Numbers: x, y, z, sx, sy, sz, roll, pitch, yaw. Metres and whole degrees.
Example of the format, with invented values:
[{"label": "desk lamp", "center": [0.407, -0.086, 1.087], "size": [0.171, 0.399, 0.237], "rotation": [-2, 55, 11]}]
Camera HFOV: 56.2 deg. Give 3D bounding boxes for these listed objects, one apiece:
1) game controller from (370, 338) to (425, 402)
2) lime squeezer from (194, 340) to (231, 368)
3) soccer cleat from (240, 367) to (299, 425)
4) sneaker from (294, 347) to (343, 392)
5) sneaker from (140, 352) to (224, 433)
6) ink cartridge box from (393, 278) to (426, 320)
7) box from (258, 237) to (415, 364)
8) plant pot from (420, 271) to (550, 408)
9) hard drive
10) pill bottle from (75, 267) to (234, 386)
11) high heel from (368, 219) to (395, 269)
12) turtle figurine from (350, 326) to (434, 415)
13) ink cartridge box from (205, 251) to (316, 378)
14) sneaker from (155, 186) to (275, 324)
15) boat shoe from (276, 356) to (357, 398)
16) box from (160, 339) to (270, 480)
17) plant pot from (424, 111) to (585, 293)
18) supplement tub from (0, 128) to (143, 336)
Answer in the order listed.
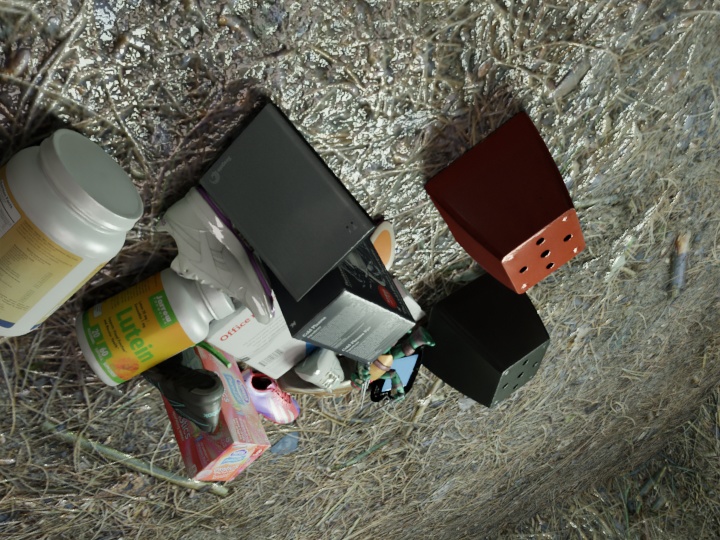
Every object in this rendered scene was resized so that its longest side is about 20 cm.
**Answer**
[{"label": "game controller", "center": [0.080, 0.211, 1.427], "size": [0.103, 0.042, 0.203], "rotation": [-17, 141, -29]}, {"label": "lime squeezer", "center": [-0.277, 0.104, 1.005], "size": [0.195, 0.071, 0.039], "rotation": [6, 114, 8]}, {"label": "soccer cleat", "center": [-0.169, 0.235, 1.263], "size": [0.076, 0.067, 0.199], "rotation": [-43, 140, 13]}, {"label": "sneaker", "center": [-0.062, 0.171, 1.177], "size": [0.070, 0.081, 0.200], "rotation": [-37, 176, 2]}, {"label": "sneaker", "center": [-0.274, 0.172, 0.999], "size": [0.075, 0.198, 0.081], "rotation": [-23, 124, -39]}, {"label": "ink cartridge box", "center": [0.035, 0.096, 1.278], "size": [0.160, 0.051, 0.200], "rotation": [-36, 162, 6]}, {"label": "box", "center": [-0.040, 0.010, 0.974], "size": [0.104, 0.202, 0.181], "rotation": [-41, 144, 18]}, {"label": "plant pot", "center": [0.256, 0.145, 1.335], "size": [0.197, 0.178, 0.202], "rotation": [-27, 145, -24]}, {"label": "hard drive", "center": [-0.092, -0.085, 0.843], "size": [0.139, 0.201, 0.033], "rotation": [-42, 176, 16]}, {"label": "pill bottle", "center": [-0.281, 0.066, 0.940], "size": [0.197, 0.112, 0.112], "rotation": [-27, 144, -5]}, {"label": "high heel", "center": [0.000, 0.000, 1.139], "size": [0.066, 0.096, 0.204], "rotation": [4, 111, -26]}, {"label": "turtle figurine", "center": [0.038, 0.177, 1.250], "size": [0.201, 0.101, 0.149], "rotation": [-50, 143, 15]}, {"label": "ink cartridge box", "center": [-0.145, 0.073, 1.069], "size": [0.145, 0.087, 0.200], "rotation": [-37, 143, 7]}, {"label": "sneaker", "center": [-0.188, -0.006, 0.890], "size": [0.099, 0.202, 0.075], "rotation": [-34, -171, -1]}, {"label": "boat shoe", "center": [-0.077, 0.217, 1.299], "size": [0.197, 0.077, 0.072], "rotation": [4, 134, -37]}, {"label": "box", "center": [-0.237, 0.217, 1.070], "size": [0.102, 0.202, 0.094], "rotation": [-41, 148, 15]}, {"label": "plant pot", "center": [0.253, -0.088, 1.092], "size": [0.198, 0.178, 0.200], "rotation": [-36, 144, 6]}, {"label": "supplement tub", "center": [-0.351, -0.041, 0.737], "size": [0.199, 0.146, 0.144], "rotation": [-39, 144, 11]}]
